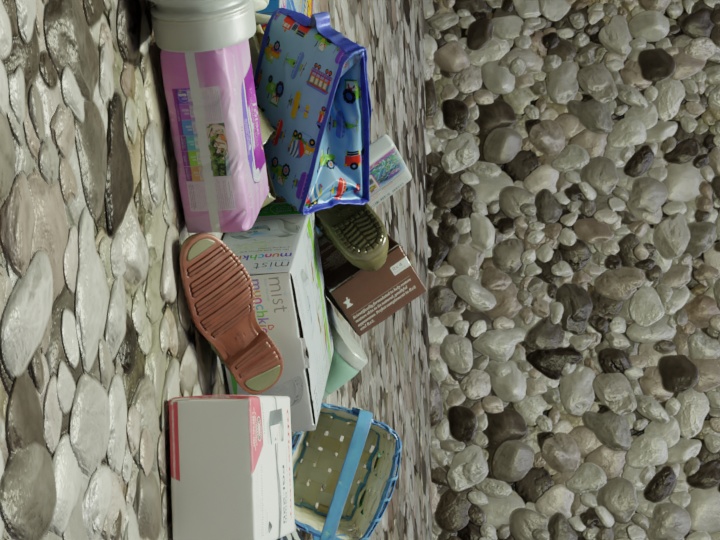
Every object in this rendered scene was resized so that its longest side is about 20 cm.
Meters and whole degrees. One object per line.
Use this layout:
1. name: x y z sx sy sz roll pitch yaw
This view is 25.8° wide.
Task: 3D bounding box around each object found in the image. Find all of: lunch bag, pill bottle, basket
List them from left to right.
1. pill bottle: -0.153 -0.305 1.405 0.113 0.112 0.201 -75 161 -64
2. lunch bag: -0.058 -0.186 1.714 0.150 0.094 0.201 37 -50 46
3. basket: -0.025 0.244 1.899 0.200 0.138 0.177 -77 -174 -89

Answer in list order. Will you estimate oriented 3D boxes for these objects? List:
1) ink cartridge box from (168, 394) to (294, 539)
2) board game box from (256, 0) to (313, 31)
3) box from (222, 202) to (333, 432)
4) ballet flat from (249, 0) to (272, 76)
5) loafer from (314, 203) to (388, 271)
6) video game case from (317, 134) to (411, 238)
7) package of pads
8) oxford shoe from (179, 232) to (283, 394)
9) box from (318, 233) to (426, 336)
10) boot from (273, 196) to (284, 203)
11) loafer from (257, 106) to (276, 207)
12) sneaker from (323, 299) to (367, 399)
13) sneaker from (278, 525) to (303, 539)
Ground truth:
1. ink cartridge box: -0.122 0.195 1.536 0.200 0.084 0.147 34 53 -82
2. board game box: -0.104 -0.343 1.946 0.196 0.056 0.201 69 19 -63
3. box: -0.093 0.051 1.741 0.177 0.096 0.201 -77 162 -60
4. ballet flat: -0.126 -0.288 1.747 0.200 0.069 0.070 76 14 -50
5. loafer: -0.026 -0.070 1.810 0.068 0.076 0.200 75 -10 -51
6. video game case: -0.030 -0.082 1.949 0.024 0.200 0.182 54 2 13
7. package of pads: -0.143 -0.148 1.545 0.121 0.075 0.201 -73 158 -63
8. oxford shoe: -0.143 0.037 1.579 0.074 0.071 0.201 39 -25 49
9. box: 0.000 0.000 1.900 0.075 0.100 0.200 57 -3 -17
10. boot: -0.069 -0.097 2.046 0.201 0.072 0.156 -90 171 -49
11. loafer: -0.126 -0.156 1.685 0.076 0.068 0.201 -55 141 -76
12. sneaker: -0.084 0.081 1.929 0.074 0.118 0.201 37 13 -48
13. sneaker: -0.093 0.342 1.687 0.130 0.079 0.200 54 23 -60
